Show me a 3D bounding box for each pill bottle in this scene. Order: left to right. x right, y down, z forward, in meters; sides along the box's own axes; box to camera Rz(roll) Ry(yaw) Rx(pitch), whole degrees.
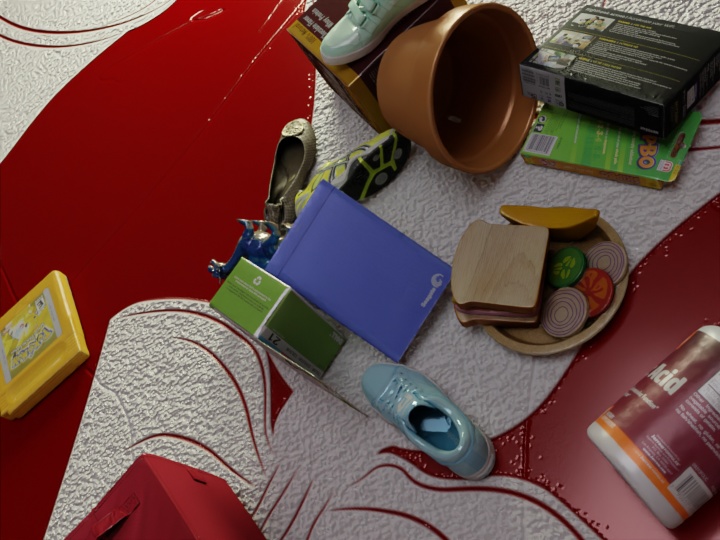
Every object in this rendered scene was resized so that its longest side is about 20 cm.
[{"bbox_3d":[0.315,0.125,0.732,0.200,0.114,0.115,-42,49,3],"label":"pill bottle"}]

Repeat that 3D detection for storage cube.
[{"bbox_3d":[-0.201,0.339,0.886,0.171,0.200,0.180,-46,56,-1],"label":"storage cube"}]

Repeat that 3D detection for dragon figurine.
[{"bbox_3d":[-0.129,-0.018,1.124,0.197,0.058,0.102,6,94,34],"label":"dragon figurine"}]

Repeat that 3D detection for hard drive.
[{"bbox_3d":[0.000,0.000,0.984,0.198,0.025,0.133,34,91,6],"label":"hard drive"}]

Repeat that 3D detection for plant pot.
[{"bbox_3d":[0.113,-0.234,1.026,0.139,0.200,0.202,21,75,47],"label":"plant pot"}]

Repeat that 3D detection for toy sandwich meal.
[{"bbox_3d":[0.198,-0.001,0.910,0.202,0.070,0.208,-16,56,24],"label":"toy sandwich meal"}]

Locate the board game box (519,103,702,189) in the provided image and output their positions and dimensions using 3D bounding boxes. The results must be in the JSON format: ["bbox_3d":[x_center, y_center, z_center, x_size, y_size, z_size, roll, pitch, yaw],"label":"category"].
[{"bbox_3d":[0.298,-0.158,0.969,0.198,0.030,0.097,18,75,41],"label":"board game box"}]

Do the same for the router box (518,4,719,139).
[{"bbox_3d":[0.313,-0.243,0.964,0.149,0.052,0.199,-42,48,-21],"label":"router box"}]

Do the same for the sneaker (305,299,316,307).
[{"bbox_3d":[-0.016,0.005,1.031,0.197,0.089,0.076,-7,58,29],"label":"sneaker"}]

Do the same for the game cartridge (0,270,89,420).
[{"bbox_3d":[-0.537,0.122,1.332,0.176,0.032,0.201,-41,48,6],"label":"game cartridge"}]

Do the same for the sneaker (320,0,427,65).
[{"bbox_3d":[0.008,-0.362,1.037,0.199,0.118,0.074,-38,51,8],"label":"sneaker"}]

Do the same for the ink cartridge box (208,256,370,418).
[{"bbox_3d":[-0.068,0.083,0.980,0.198,0.148,0.076,27,77,39],"label":"ink cartridge box"}]

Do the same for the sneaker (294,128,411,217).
[{"bbox_3d":[-0.017,-0.137,1.125,0.199,0.075,0.077,-38,51,6],"label":"sneaker"}]

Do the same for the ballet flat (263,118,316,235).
[{"bbox_3d":[-0.110,-0.149,1.209,0.066,0.046,0.203,-5,61,29],"label":"ballet flat"}]

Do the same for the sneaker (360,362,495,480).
[{"bbox_3d":[0.064,0.151,0.898,0.199,0.082,0.074,29,79,40],"label":"sneaker"}]

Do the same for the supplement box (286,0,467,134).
[{"bbox_3d":[0.037,-0.335,1.168,0.200,0.133,0.198,-43,49,3],"label":"supplement box"}]
